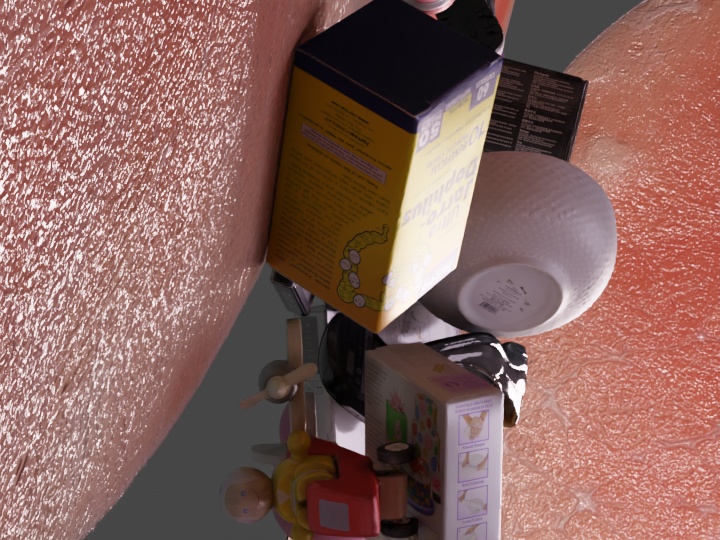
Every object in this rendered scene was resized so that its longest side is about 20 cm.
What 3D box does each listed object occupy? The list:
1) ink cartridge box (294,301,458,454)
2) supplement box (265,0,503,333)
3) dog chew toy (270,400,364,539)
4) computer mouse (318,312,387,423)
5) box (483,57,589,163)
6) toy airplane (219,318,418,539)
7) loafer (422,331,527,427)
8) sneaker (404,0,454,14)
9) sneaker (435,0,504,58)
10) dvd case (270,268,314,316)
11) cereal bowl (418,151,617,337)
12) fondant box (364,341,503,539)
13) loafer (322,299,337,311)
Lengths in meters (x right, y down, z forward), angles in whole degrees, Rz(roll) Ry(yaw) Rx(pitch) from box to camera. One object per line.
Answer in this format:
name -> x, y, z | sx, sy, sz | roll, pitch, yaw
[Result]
ink cartridge box -> 0.021, 0.127, 1.670 | 0.175, 0.044, 0.202 | -5, 91, -47
supplement box -> 0.015, -0.077, 1.331 | 0.109, 0.109, 0.201 | -38, 150, -40
dog chew toy -> -0.025, 0.162, 1.734 | 0.125, 0.123, 0.202 | -58, 151, -70
computer mouse -> 0.012, 0.129, 1.593 | 0.200, 0.046, 0.142 | 34, 51, -50
box -> 0.099, -0.141, 1.675 | 0.164, 0.198, 0.087 | 56, 49, -82
toy airplane -> -0.053, 0.169, 1.497 | 0.200, 0.140, 0.201 | 115, -40, -50
loafer -> 0.100, 0.099, 1.640 | 0.199, 0.072, 0.073 | 13, 67, -58
sneaker -> 0.085, -0.334, 1.665 | 0.087, 0.073, 0.202 | 59, 47, -80
sneaker -> 0.110, -0.248, 1.894 | 0.201, 0.075, 0.088 | -94, 171, -45
dvd case -> -0.029, -0.071, 1.499 | 0.150, 0.025, 0.202 | 74, 33, -80
cereal bowl -> 0.130, -0.007, 1.611 | 0.201, 0.198, 0.084 | 99, -8, -48
fondant box -> 0.057, 0.176, 1.496 | 0.144, 0.058, 0.202 | -151, -123, -60
loafer -> 0.000, 0.000, 1.612 | 0.200, 0.071, 0.074 | -106, -151, -73
